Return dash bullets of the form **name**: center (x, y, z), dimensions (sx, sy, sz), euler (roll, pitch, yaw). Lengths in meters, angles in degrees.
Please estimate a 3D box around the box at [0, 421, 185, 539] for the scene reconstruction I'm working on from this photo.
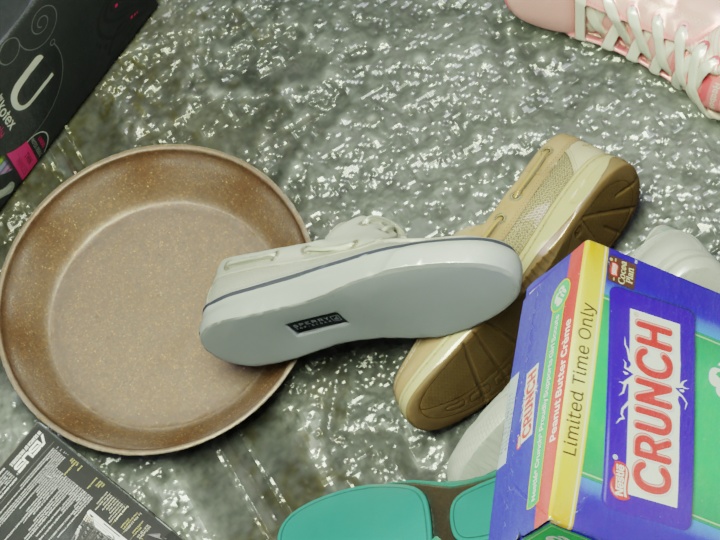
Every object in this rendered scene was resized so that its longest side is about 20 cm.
- **box**: center (-0.187, 0.211, 1.325), dimensions (0.157, 0.050, 0.200), euler (35, 77, 22)

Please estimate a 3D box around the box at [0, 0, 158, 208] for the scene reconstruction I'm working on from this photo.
- **box**: center (-0.235, -0.143, 1.448), dimensions (0.106, 0.122, 0.201), euler (30, 75, 21)

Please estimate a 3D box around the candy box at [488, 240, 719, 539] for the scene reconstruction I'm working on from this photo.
- **candy box**: center (0.176, 0.099, 1.215), dimensions (0.199, 0.077, 0.170), euler (21, 57, -15)

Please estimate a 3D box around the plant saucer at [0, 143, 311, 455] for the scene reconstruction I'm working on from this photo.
- **plant saucer**: center (-0.120, 0.021, 1.403), dimensions (0.199, 0.037, 0.202), euler (-4, 67, 9)

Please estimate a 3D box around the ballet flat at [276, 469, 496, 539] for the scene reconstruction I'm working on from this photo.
- **ballet flat**: center (0.053, 0.150, 1.291), dimensions (0.199, 0.070, 0.068), euler (-14, 55, 21)

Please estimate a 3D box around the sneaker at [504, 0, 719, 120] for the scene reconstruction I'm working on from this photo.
- **sneaker**: center (0.182, -0.146, 1.397), dimensions (0.199, 0.075, 0.105), euler (1, 61, 6)

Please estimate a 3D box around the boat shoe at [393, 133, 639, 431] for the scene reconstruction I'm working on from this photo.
- **boat shoe**: center (0.081, 0.007, 1.359), dimensions (0.064, 0.071, 0.200), euler (32, 73, 34)

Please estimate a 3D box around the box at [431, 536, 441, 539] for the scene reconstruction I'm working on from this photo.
- **box**: center (0.005, 0.252, 1.235), dimensions (0.200, 0.118, 0.048), euler (-42, 31, -11)

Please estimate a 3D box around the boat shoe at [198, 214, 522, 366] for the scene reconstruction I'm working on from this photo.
- **boat shoe**: center (0.000, 0.000, 1.319), dimensions (0.199, 0.071, 0.070), euler (-14, 52, 28)

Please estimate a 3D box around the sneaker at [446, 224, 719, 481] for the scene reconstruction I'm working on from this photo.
- **sneaker**: center (0.125, 0.055, 1.333), dimensions (0.200, 0.075, 0.089), euler (-42, 32, 6)
